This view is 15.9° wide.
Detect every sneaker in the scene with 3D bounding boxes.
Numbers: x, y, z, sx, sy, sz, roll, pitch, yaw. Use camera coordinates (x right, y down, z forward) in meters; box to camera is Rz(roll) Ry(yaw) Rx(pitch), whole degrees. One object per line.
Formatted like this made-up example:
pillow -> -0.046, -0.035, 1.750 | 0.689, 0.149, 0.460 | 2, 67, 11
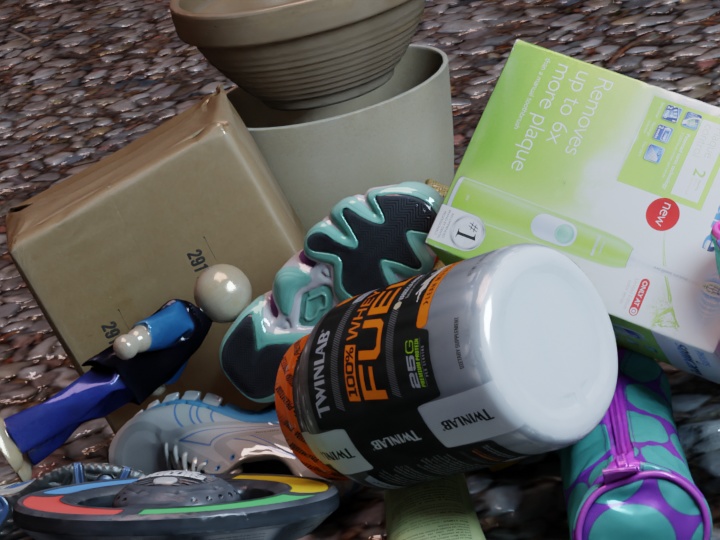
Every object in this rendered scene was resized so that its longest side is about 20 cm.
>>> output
sneaker -> -0.209, 0.166, 1.691 | 0.198, 0.076, 0.077 | -2, -5, -4
sneaker -> 0.000, 0.000, 1.729 | 0.200, 0.078, 0.140 | -39, -4, 26
sneaker -> -0.094, 0.130, 1.711 | 0.199, 0.076, 0.087 | -2, 21, 31

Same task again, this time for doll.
doll -> -0.154, 0.064, 1.705 | 0.199, 0.049, 0.137 | -35, -14, -9

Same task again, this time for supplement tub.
supplement tub -> 0.046, 0.063, 1.549 | 0.199, 0.123, 0.122 | -20, 10, 45

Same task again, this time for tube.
tube -> 0.043, 0.160, 1.586 | 0.058, 0.052, 0.200 | -53, 17, 15

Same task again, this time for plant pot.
plant pot -> -0.002, -0.047, 1.951 | 0.186, 0.201, 0.188 | -13, 19, 4
plant pot -> -0.034, -0.177, 1.890 | 0.199, 0.093, 0.201 | -11, 19, 4

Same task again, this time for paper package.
paper package -> -0.129, 0.007, 1.835 | 0.190, 0.201, 0.104 | -29, 19, 5

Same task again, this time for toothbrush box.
toothbrush box -> 0.163, -0.036, 1.596 | 0.199, 0.146, 0.086 | 22, -10, 21

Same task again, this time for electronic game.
electronic game -> -0.111, 0.142, 1.563 | 0.198, 0.042, 0.200 | -2, 2, 0

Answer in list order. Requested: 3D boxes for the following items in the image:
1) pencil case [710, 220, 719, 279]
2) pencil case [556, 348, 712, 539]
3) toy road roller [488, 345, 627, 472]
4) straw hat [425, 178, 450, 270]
pencil case -> 0.258, 0.061, 1.492 | 0.088, 0.202, 0.088 | -13, 11, 3
pencil case -> 0.158, 0.118, 1.548 | 0.084, 0.093, 0.200 | -12, 20, 3
toy road roller -> 0.139, 0.029, 1.695 | 0.200, 0.123, 0.146 | -32, 2, -39
straw hat -> 0.060, -0.018, 1.830 | 0.200, 0.202, 0.085 | -29, 68, -38
